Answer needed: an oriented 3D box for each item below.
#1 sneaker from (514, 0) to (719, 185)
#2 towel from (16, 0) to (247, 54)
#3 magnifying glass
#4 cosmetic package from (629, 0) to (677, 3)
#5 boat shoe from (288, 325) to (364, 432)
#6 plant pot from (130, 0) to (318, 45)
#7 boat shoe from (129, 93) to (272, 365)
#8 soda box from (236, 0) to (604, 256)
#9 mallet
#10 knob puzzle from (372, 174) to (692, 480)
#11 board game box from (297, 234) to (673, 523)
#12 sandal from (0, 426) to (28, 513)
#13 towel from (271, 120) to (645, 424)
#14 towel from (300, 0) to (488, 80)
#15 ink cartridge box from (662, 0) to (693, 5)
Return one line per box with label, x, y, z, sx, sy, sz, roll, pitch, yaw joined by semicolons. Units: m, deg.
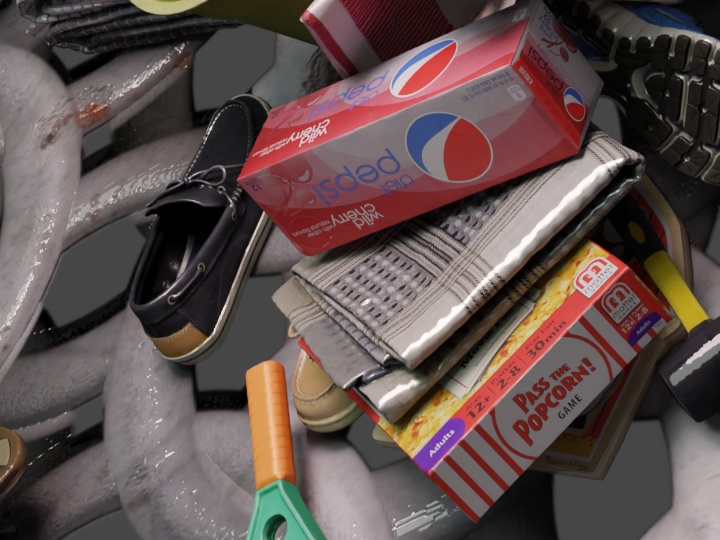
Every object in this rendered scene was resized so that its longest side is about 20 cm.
sneaker;0.181;-0.112;1.608;0.200;0.089;0.079;34;121;32
towel;-0.138;-0.244;2.039;0.199;0.086;0.166;-5;54;44
magnifying glass;-0.047;0.143;1.642;0.079;0.022;0.201;-29;50;31
cosmetic package;0.104;-0.206;1.558;0.073;0.199;0.104;32;114;38
boat shoe;0.000;0.000;1.708;0.073;0.063;0.201;-2;58;43
plant pot;-0.021;-0.217;1.795;0.200;0.189;0.201;-27;52;40
boat shoe;-0.100;-0.037;1.840;0.074;0.062;0.201;-13;49;40
soda box;0.031;-0.076;1.574;0.199;0.070;0.064;-22;31;36
mallet;0.172;-0.006;1.551;0.066;0.041;0.201;-30;45;12
knob puzzle;0.104;0.015;1.620;0.219;0.030;0.220;-26;43;27
board game box;0.064;0.034;1.566;0.152;0.046;0.200;-46;29;-2
sandal;-0.267;0.176;1.837;0.200;0.054;0.082;-50;29;22
towel;0.044;-0.021;1.577;0.200;0.035;0.193;-45;28;-1
towel;0.054;-0.187;1.615;0.023;0.144;0.200;37;85;26
ink cartridge box;0.206;-0.241;1.693;0.199;0.084;0.146;-5;55;43
